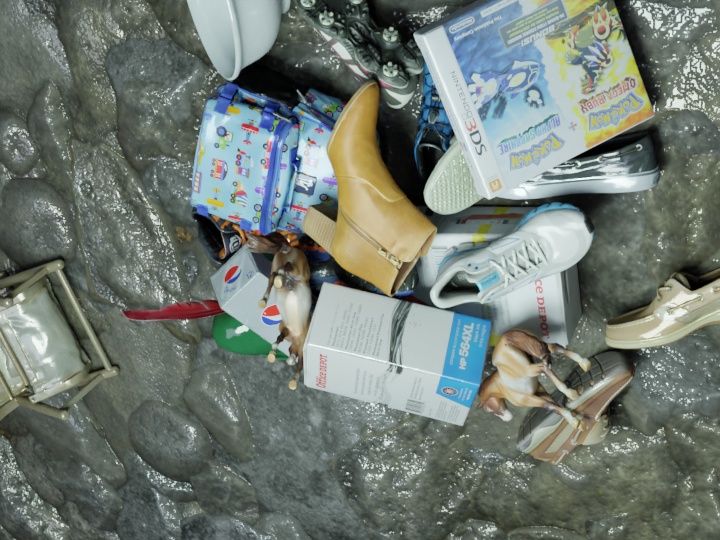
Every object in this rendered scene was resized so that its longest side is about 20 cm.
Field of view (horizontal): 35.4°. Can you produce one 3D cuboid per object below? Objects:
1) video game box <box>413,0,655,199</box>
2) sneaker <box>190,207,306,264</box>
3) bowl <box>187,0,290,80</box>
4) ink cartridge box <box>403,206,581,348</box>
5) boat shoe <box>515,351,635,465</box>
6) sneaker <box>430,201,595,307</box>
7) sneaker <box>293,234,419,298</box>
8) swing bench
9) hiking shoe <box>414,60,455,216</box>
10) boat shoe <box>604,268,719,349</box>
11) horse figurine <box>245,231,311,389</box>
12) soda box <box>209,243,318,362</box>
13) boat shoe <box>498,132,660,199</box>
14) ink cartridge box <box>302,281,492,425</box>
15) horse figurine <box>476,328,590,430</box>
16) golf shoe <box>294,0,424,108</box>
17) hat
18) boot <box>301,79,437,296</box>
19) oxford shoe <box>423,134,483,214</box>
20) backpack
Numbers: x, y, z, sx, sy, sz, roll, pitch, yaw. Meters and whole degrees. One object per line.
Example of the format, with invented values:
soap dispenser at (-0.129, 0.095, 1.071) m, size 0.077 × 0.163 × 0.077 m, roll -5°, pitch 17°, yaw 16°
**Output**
video game box at (0.178, -0.198, 1.144) m, size 0.198 × 0.047 × 0.184 m, roll -27°, pitch 109°, yaw -2°
sneaker at (-0.126, -0.036, 1.411) m, size 0.198 × 0.112 × 0.078 m, roll 23°, pitch 125°, yaw 14°
bowl at (-0.135, -0.321, 1.248) m, size 0.201 × 0.089 × 0.204 m, roll 160°, pitch 90°, yaw -74°
ink cartridge box at (0.150, 0.007, 1.311) m, size 0.197 × 0.083 × 0.147 m, roll 2°, pitch 118°, yaw 27°
boat shoe at (0.268, 0.169, 1.354) m, size 0.071 × 0.076 × 0.200 m, roll 36°, pitch 134°, yaw -5°
sneaker at (0.158, -0.004, 1.197) m, size 0.198 × 0.087 × 0.076 m, roll -27°, pitch 101°, yaw 33°
sneaker at (0.000, 0.000, 1.327) m, size 0.198 × 0.076 × 0.078 m, roll 13°, pitch 162°, yaw 48°
swing bench at (-0.502, 0.110, 1.680) m, size 0.198 × 0.130 × 0.201 m, roll -8°, pitch 113°, yaw 36°
hiking shoe at (0.097, -0.167, 1.240) m, size 0.073 × 0.087 × 0.203 m, roll 6°, pitch 119°, yaw 24°
boat shoe at (0.356, 0.031, 1.234) m, size 0.198 × 0.071 × 0.065 m, roll -21°, pitch 100°, yaw 26°
horse figurine at (-0.084, 0.037, 1.291) m, size 0.049 × 0.133 × 0.203 m, roll -3°, pitch 115°, yaw 12°
soda box at (-0.094, 0.053, 1.404) m, size 0.068 × 0.064 × 0.200 m, roll -41°, pitch 131°, yaw 11°
boat shoe at (0.224, -0.117, 1.221) m, size 0.197 × 0.069 × 0.058 m, roll -1°, pitch 113°, yaw 21°
ink cartridge box at (0.039, 0.097, 1.289) m, size 0.197 × 0.085 × 0.146 m, roll 14°, pitch 156°, yaw 3°
horse figurine at (0.190, 0.118, 1.260) m, size 0.131 × 0.050 × 0.201 m, roll 27°, pitch 153°, yaw 26°
golf shoe at (-0.013, -0.260, 1.251) m, size 0.201 × 0.077 × 0.088 m, roll 51°, pitch 164°, yaw 15°
hat at (-0.162, 0.085, 1.455) m, size 0.197 × 0.176 × 0.168 m, roll 2°, pitch 118°, yaw 26°
boot at (0.026, -0.086, 1.217) m, size 0.143 × 0.071 × 0.203 m, roll 31°, pitch 116°, yaw 19°
oxford shoe at (0.136, -0.147, 1.211) m, size 0.075 × 0.058 × 0.201 m, roll 30°, pitch 100°, yaw -35°
backpack at (-0.083, -0.125, 1.323) m, size 0.197 × 0.135 × 0.185 m, roll 22°, pitch 119°, yaw 6°
